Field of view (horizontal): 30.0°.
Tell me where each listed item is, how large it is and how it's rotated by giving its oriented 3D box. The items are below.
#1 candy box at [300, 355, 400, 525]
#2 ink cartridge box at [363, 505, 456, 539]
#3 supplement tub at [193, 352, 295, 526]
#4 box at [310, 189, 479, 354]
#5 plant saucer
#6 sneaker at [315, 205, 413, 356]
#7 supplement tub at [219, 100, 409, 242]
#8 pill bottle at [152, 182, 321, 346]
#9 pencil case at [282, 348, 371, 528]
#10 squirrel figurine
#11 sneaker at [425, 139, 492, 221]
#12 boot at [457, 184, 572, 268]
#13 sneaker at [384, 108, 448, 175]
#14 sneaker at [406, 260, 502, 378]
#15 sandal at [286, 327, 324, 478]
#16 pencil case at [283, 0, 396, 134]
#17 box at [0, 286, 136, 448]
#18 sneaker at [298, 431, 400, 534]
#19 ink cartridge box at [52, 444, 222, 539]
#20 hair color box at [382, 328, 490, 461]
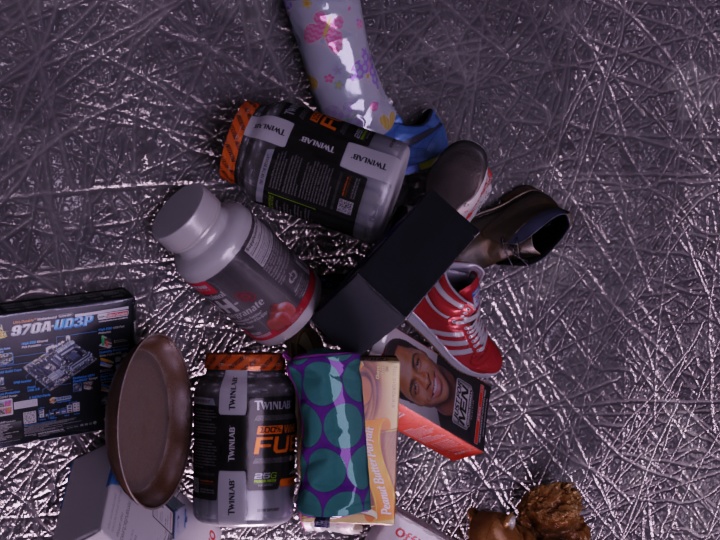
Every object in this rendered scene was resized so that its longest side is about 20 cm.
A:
[{"bbox_3d":[-0.013,0.205,1.633,0.115,0.055,0.201,2,93,-3],"label":"candy box"},{"bbox_3d":[0.051,0.435,1.808,0.144,0.084,0.201,31,90,-5],"label":"ink cartridge box"},{"bbox_3d":[-0.139,0.199,1.610,0.122,0.122,0.201,1,89,-29],"label":"supplement tub"},{"bbox_3d":[0.035,0.008,1.533,0.079,0.200,0.141,40,66,-3],"label":"box"},{"bbox_3d":[-0.245,0.173,1.543,0.032,0.200,0.201,-2,113,17],"label":"plant saucer"},{"bbox_3d":[0.000,0.000,1.680,0.111,0.073,0.201,17,77,-5],"label":"sneaker"},{"bbox_3d":[-0.053,-0.118,1.540,0.199,0.123,0.123,19,97,4],"label":"supplement tub"},{"bbox_3d":[-0.146,-0.010,1.571,0.111,0.111,0.200,-50,122,-6],"label":"pill bottle"},{"bbox_3d":[-0.038,0.191,1.562,0.092,0.085,0.201,-3,92,3],"label":"pencil case"},{"bbox_3d":[0.237,0.387,1.916,0.187,0.141,0.200,45,68,-21],"label":"squirrel figurine"},{"bbox_3d":[0.127,-0.116,1.661,0.108,0.067,0.202,-57,168,-37],"label":"sneaker"},{"bbox_3d":[0.182,-0.036,1.752,0.200,0.097,0.075,-39,122,-12],"label":"boot"},{"bbox_3d":[0.017,-0.144,1.651,0.199,0.066,0.079,-21,105,-23],"label":"sneaker"},{"bbox_3d":[0.142,0.063,1.738,0.200,0.112,0.071,39,44,-26],"label":"sneaker"},{"bbox_3d":[-0.075,0.166,1.697,0.080,0.054,0.201,-33,121,-54],"label":"sandal"},{"bbox_3d":[-0.023,-0.247,1.579,0.090,0.083,0.201,-19,114,0],"label":"pencil case"},{"bbox_3d":[-0.354,0.112,1.533,0.199,0.046,0.160,-8,109,-27],"label":"box"},{"bbox_3d":[0.009,0.264,1.732,0.200,0.088,0.082,-56,145,-26],"label":"sneaker"},{"bbox_3d":[-0.260,0.320,1.583,0.086,0.147,0.200,-27,123,22],"label":"ink cartridge box"},{"bbox_3d":[0.080,0.162,1.755,0.200,0.061,0.102,31,53,-32],"label":"hair color box"}]
